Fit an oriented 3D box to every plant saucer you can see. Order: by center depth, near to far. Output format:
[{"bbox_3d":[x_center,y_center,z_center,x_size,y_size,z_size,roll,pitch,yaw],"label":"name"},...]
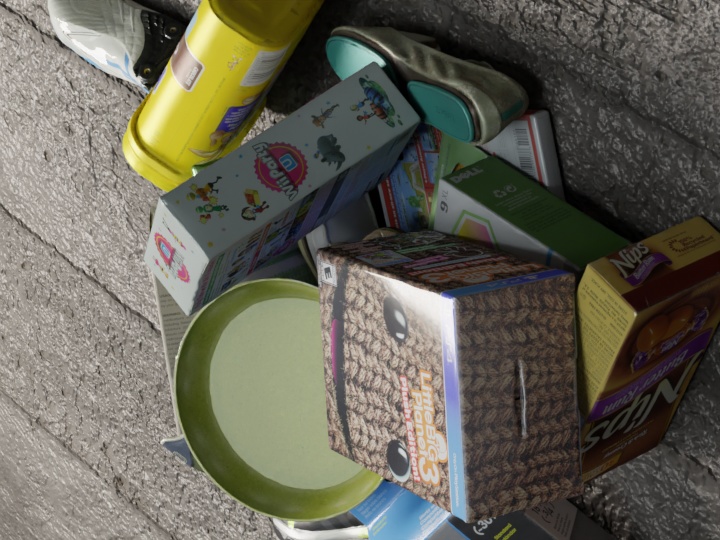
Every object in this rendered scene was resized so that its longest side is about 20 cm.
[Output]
[{"bbox_3d":[-0.054,0.100,1.631,0.200,0.031,0.200,6,104,23],"label":"plant saucer"}]

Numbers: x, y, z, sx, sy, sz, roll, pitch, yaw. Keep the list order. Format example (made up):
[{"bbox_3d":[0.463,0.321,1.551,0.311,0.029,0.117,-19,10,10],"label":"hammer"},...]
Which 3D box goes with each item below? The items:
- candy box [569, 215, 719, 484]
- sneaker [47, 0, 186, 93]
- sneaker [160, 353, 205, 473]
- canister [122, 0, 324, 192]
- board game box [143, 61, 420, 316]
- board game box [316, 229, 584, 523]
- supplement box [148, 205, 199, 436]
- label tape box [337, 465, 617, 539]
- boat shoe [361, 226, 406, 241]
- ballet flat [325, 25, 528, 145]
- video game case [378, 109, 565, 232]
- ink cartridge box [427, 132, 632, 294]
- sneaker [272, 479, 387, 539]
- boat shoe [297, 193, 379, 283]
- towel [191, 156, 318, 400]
[{"bbox_3d":[0.187,0.064,1.452,0.056,0.117,0.200,47,141,27],"label":"candy box"},{"bbox_3d":[-0.200,-0.199,1.851,0.200,0.072,0.072,35,168,27],"label":"sneaker"},{"bbox_3d":[-0.111,0.075,1.735,0.067,0.090,0.200,117,167,-83],"label":"sneaker"},{"bbox_3d":[-0.105,-0.173,1.668,0.087,0.149,0.200,34,138,-2],"label":"canister"},{"bbox_3d":[-0.062,-0.061,1.564,0.064,0.200,0.148,52,160,8],"label":"board game box"},{"bbox_3d":[0.060,0.069,1.455,0.200,0.097,0.160,19,116,60],"label":"board game box"},{"bbox_3d":[-0.142,0.049,1.852,0.126,0.073,0.200,-104,7,-67],"label":"supplement box"},{"bbox_3d":[0.085,0.213,1.611,0.200,0.063,0.144,38,120,-6],"label":"label tape box"},{"bbox_3d":[0.062,0.054,1.633,0.072,0.068,0.200,-29,93,31],"label":"boat shoe"},{"bbox_3d":[0.052,-0.145,1.556,0.200,0.062,0.067,34,146,45],"label":"ballet flat"},{"bbox_3d":[0.084,-0.057,1.598,0.200,0.017,0.143,7,115,50],"label":"video game case"},{"bbox_3d":[0.105,-0.015,1.529,0.200,0.059,0.104,36,135,35],"label":"ink cartridge box"},{"bbox_3d":[0.004,0.195,1.748,0.200,0.072,0.083,-5,86,45],"label":"sneaker"},{"bbox_3d":[0.000,0.000,1.674,0.068,0.075,0.200,-2,102,57],"label":"boat shoe"},{"bbox_3d":[-0.055,-0.009,1.690,0.031,0.149,0.200,1,109,51],"label":"towel"}]
